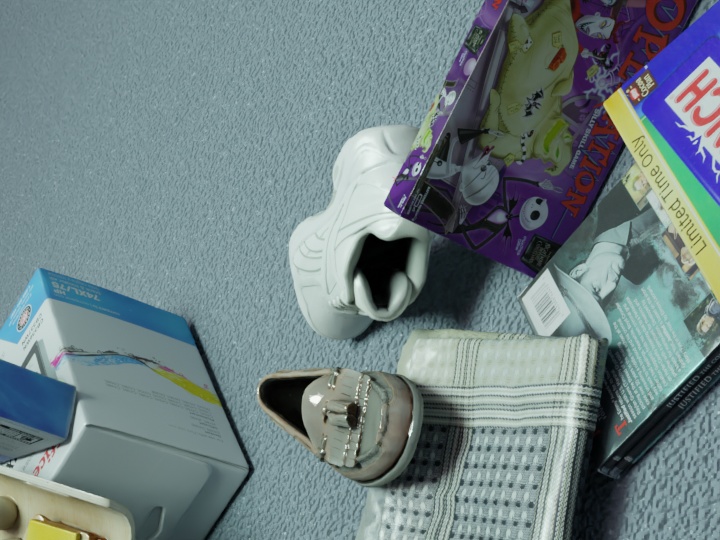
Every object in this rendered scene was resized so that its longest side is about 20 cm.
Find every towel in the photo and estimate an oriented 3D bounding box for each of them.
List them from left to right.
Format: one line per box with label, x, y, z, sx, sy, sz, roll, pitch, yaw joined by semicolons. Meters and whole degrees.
towel;0.059;0.127;0.909;0.199;0.034;0.194;-3;73;60

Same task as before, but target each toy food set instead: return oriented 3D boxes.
toy food set;-0.236;0.237;1.058;0.142;0.060;0.202;10;92;30

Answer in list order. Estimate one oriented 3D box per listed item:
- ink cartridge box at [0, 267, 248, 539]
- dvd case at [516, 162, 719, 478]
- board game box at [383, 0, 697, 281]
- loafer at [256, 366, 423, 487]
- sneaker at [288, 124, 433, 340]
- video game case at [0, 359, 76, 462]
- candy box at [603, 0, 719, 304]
ink cartridge box;-0.204;0.129;1.205;0.147;0.145;0.200;-56;36;18
dvd case;0.174;-0.004;0.853;0.200;0.022;0.147;-50;37;24
board game box;0.108;-0.103;0.916;0.032;0.119;0.201;37;103;56
loafer;-0.019;0.093;0.989;0.200;0.062;0.073;176;109;-74
sneaker;0.000;0.000;1.010;0.201;0.077;0.100;110;159;-53
video game case;-0.331;0.086;1.096;0.181;0.199;0.046;-22;52;47
candy box;0.233;-0.080;0.736;0.200;0.077;0.170;-42;39;19
